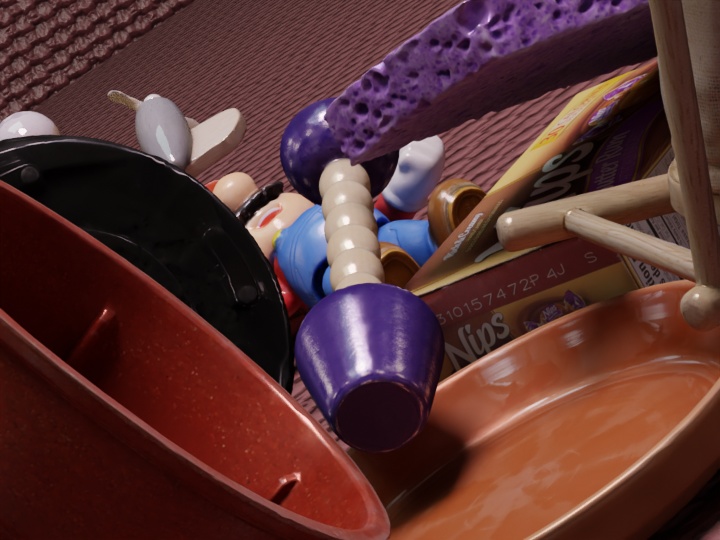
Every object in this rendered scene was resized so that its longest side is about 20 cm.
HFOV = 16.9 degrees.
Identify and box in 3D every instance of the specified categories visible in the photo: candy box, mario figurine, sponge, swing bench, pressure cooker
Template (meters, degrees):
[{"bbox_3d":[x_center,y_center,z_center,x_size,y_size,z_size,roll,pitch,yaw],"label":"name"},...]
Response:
[{"bbox_3d":[0.107,-0.028,1.010,0.117,0.056,0.200,-22,15,40],"label":"candy box"},{"bbox_3d":[-0.029,-0.018,1.167,0.123,0.106,0.200,1,-1,-36],"label":"mario figurine"},{"bbox_3d":[0.089,-0.099,0.970,0.200,0.030,0.112,-23,-7,-37],"label":"sponge"},{"bbox_3d":[0.146,-0.115,0.834,0.200,0.199,0.130,-22,23,-23],"label":"swing bench"},{"bbox_3d":[-0.134,0.053,0.966,0.179,0.176,0.200,-41,-1,-25],"label":"pressure cooker"}]

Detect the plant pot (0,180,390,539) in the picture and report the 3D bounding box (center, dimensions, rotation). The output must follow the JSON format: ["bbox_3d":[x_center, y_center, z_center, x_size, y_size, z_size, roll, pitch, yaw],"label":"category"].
[{"bbox_3d":[-0.128,0.097,0.763,0.195,0.201,0.201,-52,11,7],"label":"plant pot"}]

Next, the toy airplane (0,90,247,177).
[{"bbox_3d":[-0.188,-0.033,1.523,0.200,0.141,0.199,-41,16,-35],"label":"toy airplane"}]

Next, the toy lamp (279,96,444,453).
[{"bbox_3d":[0.000,0.000,0.940,0.058,0.058,0.200,-29,30,14],"label":"toy lamp"}]

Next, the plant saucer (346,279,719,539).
[{"bbox_3d":[0.053,0.071,0.823,0.200,0.032,0.200,-30,12,7],"label":"plant saucer"}]
